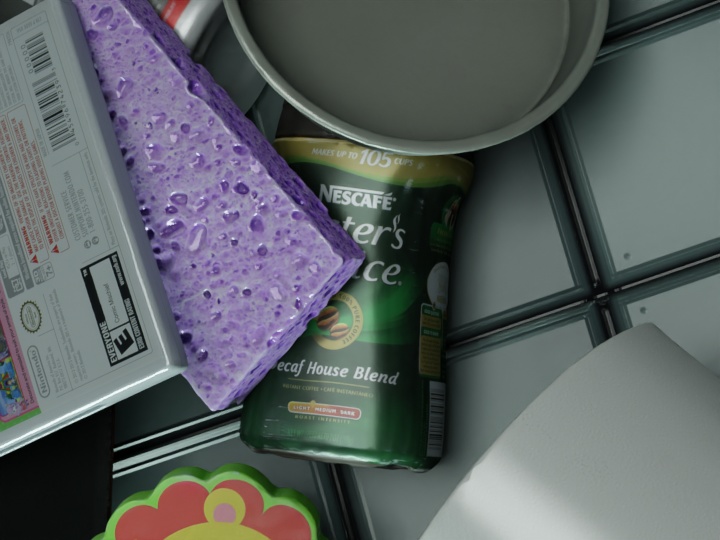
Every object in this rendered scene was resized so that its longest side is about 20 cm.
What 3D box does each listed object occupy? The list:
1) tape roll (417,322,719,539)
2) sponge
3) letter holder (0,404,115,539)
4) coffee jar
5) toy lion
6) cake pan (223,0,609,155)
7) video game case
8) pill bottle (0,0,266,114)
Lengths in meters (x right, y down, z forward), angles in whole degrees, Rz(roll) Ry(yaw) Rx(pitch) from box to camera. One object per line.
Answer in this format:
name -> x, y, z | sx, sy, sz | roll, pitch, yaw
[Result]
tape roll -> 0.124, 0.147, 1.113 | 0.139, 0.203, 0.203 | 41, 98, 19
sponge -> -0.097, -0.040, 1.202 | 0.200, 0.030, 0.112 | 49, 115, 13
letter holder -> -0.190, 0.072, 1.299 | 0.100, 0.142, 0.202 | 3, 85, -12
coffee jar -> 0.000, 0.000, 1.235 | 0.104, 0.085, 0.201 | 5, 85, 19
toy lion -> -0.069, 0.208, 1.216 | 0.191, 0.069, 0.201 | 30, 96, -1
cake pan -> 0.025, -0.144, 1.198 | 0.199, 0.037, 0.202 | 4, 68, -9
video game case -> -0.191, -0.010, 1.200 | 0.181, 0.022, 0.201 | -25, 76, 22
pill bottle -> -0.146, -0.159, 1.291 | 0.199, 0.114, 0.114 | 30, 94, 21
